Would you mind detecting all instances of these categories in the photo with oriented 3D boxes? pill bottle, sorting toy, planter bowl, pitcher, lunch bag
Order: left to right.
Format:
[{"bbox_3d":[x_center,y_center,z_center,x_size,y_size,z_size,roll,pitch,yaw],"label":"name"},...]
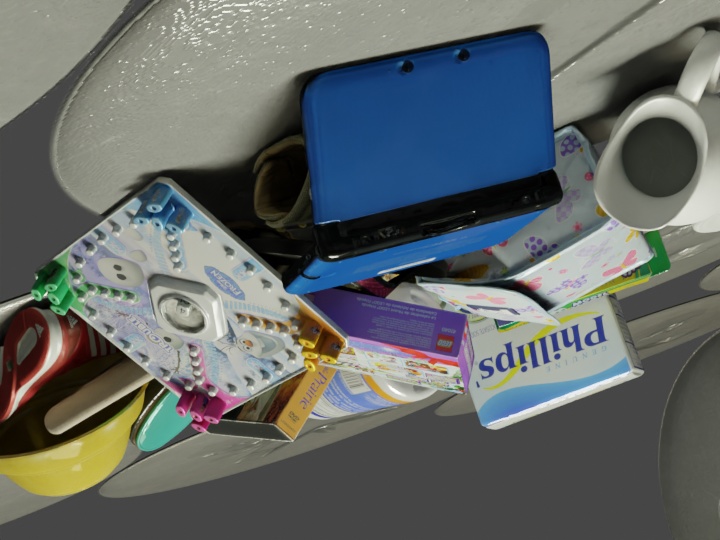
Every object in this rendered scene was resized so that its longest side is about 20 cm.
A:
[{"bbox_3d":[-0.289,0.161,1.568,0.198,0.084,0.201,-13,-157,6],"label":"planter bowl"},{"bbox_3d":[-0.179,0.071,1.483,0.184,0.037,0.200,-31,-171,34],"label":"sorting toy"},{"bbox_3d":[-0.015,0.083,1.551,0.111,0.113,0.199,-8,174,-41],"label":"pill bottle"},{"bbox_3d":[0.159,-0.022,1.519,0.199,0.128,0.169,-28,159,11],"label":"lunch bag"},{"bbox_3d":[0.278,-0.120,1.378,0.173,0.121,0.200,-63,165,14],"label":"pitcher"}]

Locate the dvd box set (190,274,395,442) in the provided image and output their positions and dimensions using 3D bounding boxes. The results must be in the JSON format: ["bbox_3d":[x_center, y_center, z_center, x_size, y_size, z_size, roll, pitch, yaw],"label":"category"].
[{"bbox_3d":[-0.059,0.064,1.474,0.146,0.029,0.201,-2,-130,54],"label":"dvd box set"}]

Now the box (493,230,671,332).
[{"bbox_3d":[0.221,-0.022,1.709,0.198,0.119,0.048,-20,169,-1],"label":"box"}]

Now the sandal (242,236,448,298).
[{"bbox_3d":[-0.013,0.003,1.296,0.198,0.046,0.075,4,171,-41],"label":"sandal"}]

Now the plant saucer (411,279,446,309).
[{"bbox_3d":[0.036,0.046,1.707,0.199,0.050,0.200,-38,-175,4],"label":"plant saucer"}]

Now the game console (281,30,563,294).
[{"bbox_3d":[0.037,-0.075,1.182,0.198,0.120,0.171,-13,169,-22],"label":"game console"}]

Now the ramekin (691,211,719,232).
[{"bbox_3d":[0.415,-0.119,1.630,0.200,0.095,0.202,-18,169,-4],"label":"ramekin"}]

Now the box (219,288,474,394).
[{"bbox_3d":[-0.007,0.052,1.331,0.198,0.040,0.137,11,166,9],"label":"box"}]

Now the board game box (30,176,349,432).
[{"bbox_3d":[-0.140,0.036,1.276,0.199,0.200,0.026,-30,-153,43],"label":"board game box"}]

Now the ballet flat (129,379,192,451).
[{"bbox_3d":[-0.165,0.091,1.611,0.200,0.069,0.068,-45,142,7],"label":"ballet flat"}]

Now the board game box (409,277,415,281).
[{"bbox_3d":[0.000,0.000,1.627,0.101,0.048,0.199,-8,164,-42],"label":"board game box"}]

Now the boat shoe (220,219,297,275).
[{"bbox_3d":[-0.088,-0.005,1.400,0.066,0.075,0.199,-19,170,32],"label":"boat shoe"}]

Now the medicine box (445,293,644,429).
[{"bbox_3d":[0.195,0.053,1.797,0.180,0.202,0.103,-22,168,13],"label":"medicine box"}]

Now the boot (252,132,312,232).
[{"bbox_3d":[-0.017,-0.061,1.266,0.153,0.073,0.200,-12,164,-28],"label":"boot"}]

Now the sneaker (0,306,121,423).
[{"bbox_3d":[-0.287,0.088,1.506,0.115,0.079,0.199,-8,165,-38],"label":"sneaker"}]
